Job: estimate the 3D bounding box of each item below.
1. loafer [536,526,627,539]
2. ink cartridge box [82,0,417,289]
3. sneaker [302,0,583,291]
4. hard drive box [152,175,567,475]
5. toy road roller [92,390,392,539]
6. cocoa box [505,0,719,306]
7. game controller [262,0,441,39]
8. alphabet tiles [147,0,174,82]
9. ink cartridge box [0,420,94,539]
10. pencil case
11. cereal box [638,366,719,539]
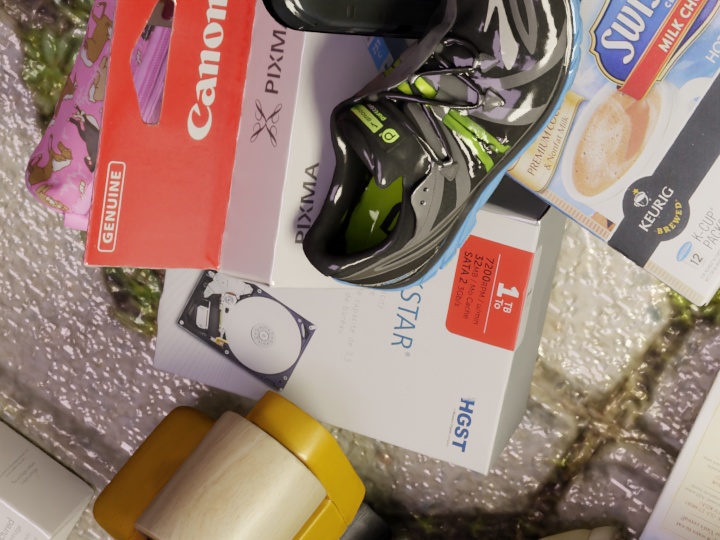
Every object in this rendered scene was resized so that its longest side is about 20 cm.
[{"bbox_3d":[0.112,0.235,1.304,0.068,0.076,0.201,8,105,19],"label":"loafer"},{"bbox_3d":[-0.041,-0.092,1.099,0.045,0.176,0.201,13,98,42],"label":"ink cartridge box"},{"bbox_3d":[0.035,-0.071,1.058,0.071,0.083,0.200,44,119,29],"label":"sneaker"},{"bbox_3d":[0.000,0.000,1.244,0.199,0.077,0.156,16,116,14],"label":"hard drive box"},{"bbox_3d":[-0.084,0.133,1.273,0.146,0.200,0.123,33,75,24],"label":"toy road roller"},{"bbox_3d":[0.174,-0.113,1.098,0.131,0.133,0.200,34,119,6],"label":"cocoa box"},{"bbox_3d":[0.024,-0.163,1.098,0.042,0.200,0.105,-6,88,41],"label":"game controller"},{"bbox_3d":[-0.027,-0.175,1.161,0.166,0.006,0.200,5,121,-27],"label":"alphabet tiles"},{"bbox_3d":[-0.278,0.128,1.407,0.200,0.068,0.117,36,119,4],"label":"ink cartridge box"},{"bbox_3d":[-0.114,-0.117,1.230,0.083,0.086,0.200,37,120,22],"label":"pencil case"},{"bbox_3d":[0.241,0.111,1.218,0.144,0.040,0.200,25,118,7],"label":"cereal box"}]
